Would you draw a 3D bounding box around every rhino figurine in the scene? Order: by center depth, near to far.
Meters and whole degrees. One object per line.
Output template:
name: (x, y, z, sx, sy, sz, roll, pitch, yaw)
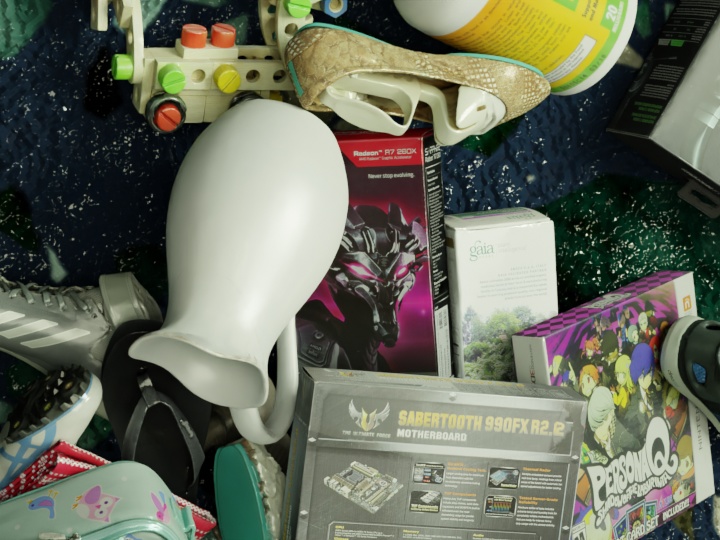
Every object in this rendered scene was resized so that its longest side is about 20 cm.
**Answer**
rhino figurine: (-0.096, 0.115, 1.475, 0.087, 0.060, 0.202, -26, 102, -6)

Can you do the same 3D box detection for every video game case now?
video game case: (0.192, 0.111, 1.510, 0.199, 0.036, 0.183, -19, 105, -46)

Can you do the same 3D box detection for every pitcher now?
pitcher: (-0.070, 0.003, 1.381, 0.172, 0.120, 0.202, 57, 42, -52)

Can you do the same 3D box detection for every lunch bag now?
lunch bag: (-0.174, 0.225, 1.367, 0.159, 0.077, 0.201, -18, 132, 3)

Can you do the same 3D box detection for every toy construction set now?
toy construction set: (-0.103, -0.168, 1.419, 0.198, 0.092, 0.132, 5, 117, -9)

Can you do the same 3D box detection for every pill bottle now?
pill bottle: (0.092, -0.207, 1.426, 0.199, 0.111, 0.112, 20, 92, -37)

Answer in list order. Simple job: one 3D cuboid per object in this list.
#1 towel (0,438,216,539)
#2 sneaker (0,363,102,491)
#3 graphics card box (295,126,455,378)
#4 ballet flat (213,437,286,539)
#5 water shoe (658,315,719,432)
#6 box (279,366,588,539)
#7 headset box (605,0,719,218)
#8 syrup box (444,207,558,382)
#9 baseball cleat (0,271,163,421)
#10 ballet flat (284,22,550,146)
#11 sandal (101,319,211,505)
towel: (-0.216, 0.205, 1.409, 0.144, 0.023, 0.200, 31, 120, -34)
sneaker: (-0.227, 0.136, 1.401, 0.072, 0.072, 0.200, 34, 126, -13)
graphics card box: (0.000, 0.000, 1.463, 0.124, 0.051, 0.202, 0, 100, 18)
ballet flat: (-0.061, 0.208, 1.442, 0.071, 0.072, 0.202, -9, 103, -13)
water shoe: (0.306, 0.098, 1.541, 0.199, 0.079, 0.072, 28, 82, -40)
box: (0.048, 0.154, 1.389, 0.198, 0.048, 0.160, 4, 98, -13)
headset box: (0.309, -0.134, 1.533, 0.173, 0.093, 0.201, 29, 89, -17)
syrup box: (0.099, 0.058, 1.508, 0.078, 0.081, 0.202, -7, 98, -16)
baseball cleat: (-0.215, 0.026, 1.417, 0.199, 0.070, 0.107, 34, 104, -16)
ballet flat: (0.041, -0.119, 1.403, 0.198, 0.071, 0.066, 7, 60, -17)
sandal: (-0.138, 0.128, 1.407, 0.075, 0.043, 0.202, -6, 116, -10)
